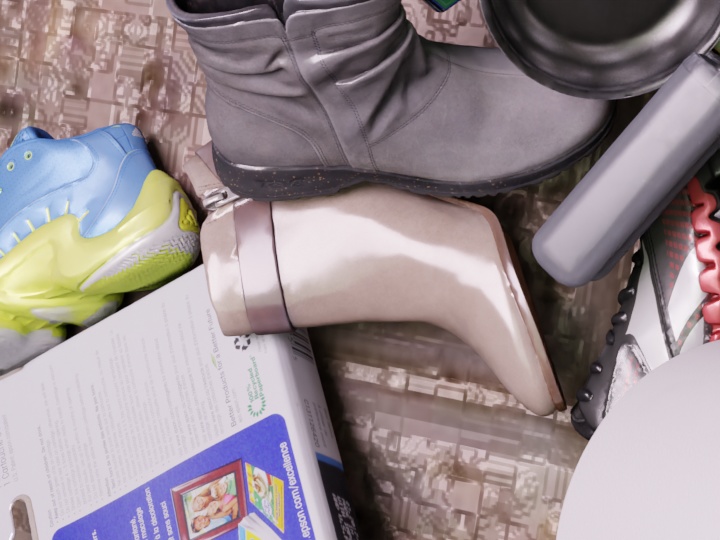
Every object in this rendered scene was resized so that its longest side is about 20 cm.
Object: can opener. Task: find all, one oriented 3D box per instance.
[{"bbox_3d":[0.154,-0.064,0.792,0.200,0.053,0.067,-46,76,20],"label":"can opener"}]

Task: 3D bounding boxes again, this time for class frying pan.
[{"bbox_3d":[0.103,-0.164,0.786,0.114,0.031,0.191,-5,115,1],"label":"frying pan"}]

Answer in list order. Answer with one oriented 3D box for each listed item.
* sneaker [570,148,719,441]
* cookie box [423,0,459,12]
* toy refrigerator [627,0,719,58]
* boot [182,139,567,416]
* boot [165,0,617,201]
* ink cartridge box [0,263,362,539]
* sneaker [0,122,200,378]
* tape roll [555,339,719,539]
[{"bbox_3d":[0.140,0.034,0.862,0.097,0.071,0.202,-5,91,21],"label":"sneaker"},{"bbox_3d":[0.070,-0.244,0.848,0.200,0.075,0.172,-36,52,20],"label":"cookie box"},{"bbox_3d":[0.190,-0.109,0.838,0.200,0.070,0.076,44,107,16],"label":"toy refrigerator"},{"bbox_3d":[0.000,0.000,0.902,0.146,0.070,0.201,-20,64,1],"label":"boot"},{"bbox_3d":[0.020,-0.094,0.833,0.199,0.132,0.070,-10,55,-3],"label":"boot"},{"bbox_3d":[-0.103,0.113,0.951,0.199,0.047,0.198,-29,61,24],"label":"ink cartridge box"},{"bbox_3d":[-0.179,-0.011,1.004,0.199,0.076,0.105,-26,70,14],"label":"sneaker"},{"bbox_3d":[0.196,0.127,0.753,0.202,0.139,0.204,0,89,-22],"label":"tape roll"}]
